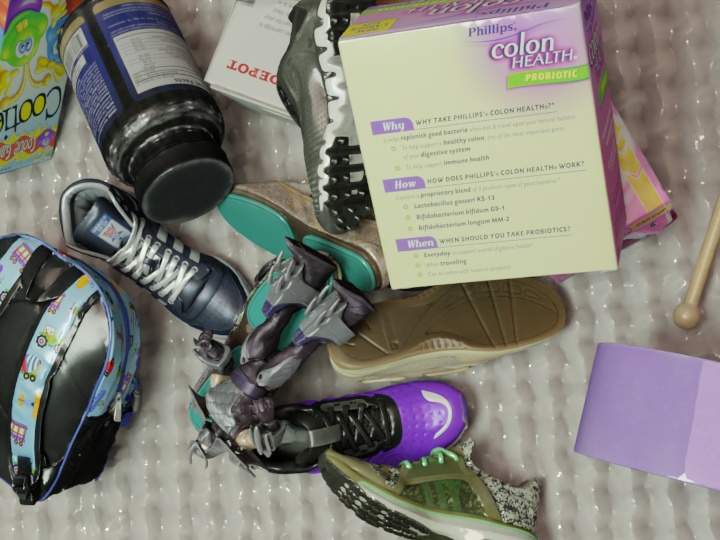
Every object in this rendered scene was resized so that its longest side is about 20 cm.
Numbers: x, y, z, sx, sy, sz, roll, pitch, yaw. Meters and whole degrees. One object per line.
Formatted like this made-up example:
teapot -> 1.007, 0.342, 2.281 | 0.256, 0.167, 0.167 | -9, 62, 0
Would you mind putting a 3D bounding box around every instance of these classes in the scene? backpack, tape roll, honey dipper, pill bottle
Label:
backpack -> -0.274, 0.072, 1.151 | 0.182, 0.134, 0.201 | 31, 105, 21
tape roll -> 0.261, 0.116, 0.964 | 0.199, 0.200, 0.086 | 12, 86, 18
honey dipper -> 0.289, -0.049, 1.068 | 0.038, 0.038, 0.201 | 20, 90, 19
pill bottle -> -0.187, -0.144, 1.169 | 0.112, 0.112, 0.201 | -33, 62, 10

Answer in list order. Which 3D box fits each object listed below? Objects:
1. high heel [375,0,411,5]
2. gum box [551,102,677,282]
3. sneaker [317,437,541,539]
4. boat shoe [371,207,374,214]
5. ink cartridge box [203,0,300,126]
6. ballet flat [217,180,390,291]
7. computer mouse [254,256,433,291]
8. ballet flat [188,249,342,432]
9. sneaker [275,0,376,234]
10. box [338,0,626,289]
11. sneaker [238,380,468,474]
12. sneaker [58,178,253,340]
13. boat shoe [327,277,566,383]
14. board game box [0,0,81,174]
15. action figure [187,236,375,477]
high heel -> 0.055, -0.215, 1.053 | 0.200, 0.068, 0.096 | 32, 74, 33
gum box -> 0.165, -0.097, 1.095 | 0.113, 0.066, 0.201 | -31, 74, 12
sneaker -> 0.061, 0.173, 1.073 | 0.199, 0.077, 0.089 | 24, 66, -10
boat shoe -> 0.043, -0.114, 1.094 | 0.072, 0.059, 0.201 | 48, 131, 29
ink cartridge box -> -0.028, -0.224, 1.165 | 0.146, 0.083, 0.201 | 22, 88, 18
ballet flat -> -0.037, -0.039, 1.145 | 0.199, 0.068, 0.067 | 27, 54, 33
computer mouse -> 0.000, 0.000, 1.153 | 0.199, 0.034, 0.059 | -6, 57, 23
ballet flat -> -0.076, 0.059, 1.139 | 0.072, 0.072, 0.201 | 44, 109, 18
sneaker -> -0.027, -0.132, 1.076 | 0.090, 0.066, 0.201 | 12, 106, 50
box -> 0.096, -0.101, 0.986 | 0.175, 0.097, 0.201 | -6, 114, 18
sneaker -> -0.012, 0.136, 1.096 | 0.199, 0.099, 0.070 | -13, 81, 16
sneaker -> -0.184, -0.010, 1.168 | 0.200, 0.108, 0.070 | 38, 94, 19
boat shoe -> 0.071, 0.053, 1.105 | 0.199, 0.065, 0.073 | -12, 65, -3
board game box -> -0.335, -0.201, 1.205 | 0.104, 0.103, 0.201 | 27, 117, 19
action figure -> -0.081, 0.077, 1.064 | 0.130, 0.069, 0.200 | 43, 101, 34
